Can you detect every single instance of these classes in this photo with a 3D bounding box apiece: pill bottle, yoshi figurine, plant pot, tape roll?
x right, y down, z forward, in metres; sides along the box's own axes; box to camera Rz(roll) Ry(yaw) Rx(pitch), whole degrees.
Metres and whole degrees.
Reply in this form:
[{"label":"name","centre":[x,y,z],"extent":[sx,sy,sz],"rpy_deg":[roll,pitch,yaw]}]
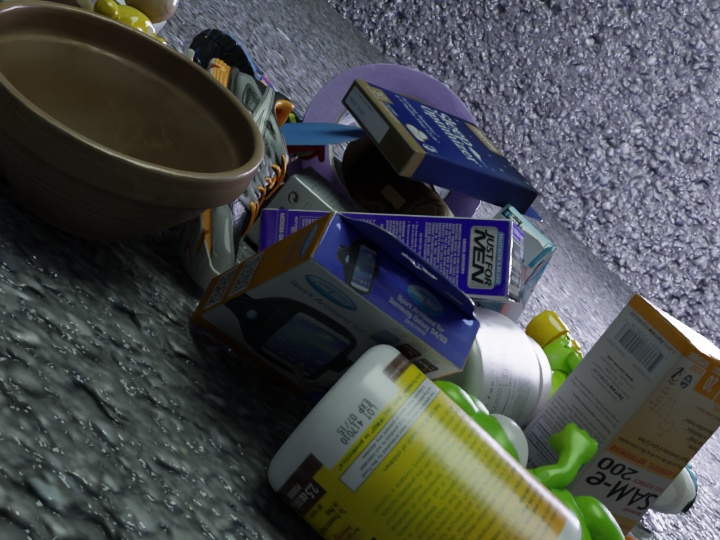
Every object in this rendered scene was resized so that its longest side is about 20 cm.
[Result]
[{"label":"pill bottle","centre":[0.079,0.084,0.927],"extent":[0.114,0.115,0.199],"rpy_deg":[47,15,24]},{"label":"yoshi figurine","centre":[0.100,0.148,0.784],"extent":[0.200,0.112,0.113],"rpy_deg":[48,47,-11]},{"label":"pill bottle","centre":[0.049,0.145,0.670],"extent":[0.200,0.110,0.109],"rpy_deg":[42,14,6]},{"label":"plant pot","centre":[-0.170,-0.085,0.769],"extent":[0.199,0.093,0.202],"rpy_deg":[25,27,-13]},{"label":"tape roll","centre":[0.027,-0.107,1.196],"extent":[0.200,0.201,0.066],"rpy_deg":[41,-22,-1]}]

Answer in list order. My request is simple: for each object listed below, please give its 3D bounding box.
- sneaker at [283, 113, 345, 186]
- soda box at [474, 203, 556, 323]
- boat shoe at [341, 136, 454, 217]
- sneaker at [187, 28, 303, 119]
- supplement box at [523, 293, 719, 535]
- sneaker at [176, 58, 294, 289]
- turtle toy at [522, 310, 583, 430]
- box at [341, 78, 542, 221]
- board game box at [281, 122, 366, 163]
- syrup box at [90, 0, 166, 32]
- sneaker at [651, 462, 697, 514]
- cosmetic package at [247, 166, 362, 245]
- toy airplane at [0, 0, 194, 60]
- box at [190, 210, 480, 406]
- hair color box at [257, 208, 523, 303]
[{"label":"sneaker","centre":[-0.028,-0.089,1.261],"extent":[0.200,0.075,0.076],"rpy_deg":[49,-3,0]},{"label":"soda box","centre":[0.125,0.021,1.134],"extent":[0.064,0.068,0.201],"rpy_deg":[44,-22,14]},{"label":"boat shoe","centre":[0.040,-0.059,1.084],"extent":[0.075,0.074,0.203],"rpy_deg":[51,9,-38]},{"label":"sneaker","centre":[-0.125,-0.193,1.343],"extent":[0.201,0.075,0.078],"rpy_deg":[51,6,4]},{"label":"supplement box","centre":[0.215,0.134,0.965],"extent":[0.125,0.201,0.074],"rpy_deg":[25,17,-44]},{"label":"sneaker","centre":[-0.092,-0.075,0.884],"extent":[0.076,0.078,0.202],"rpy_deg":[15,56,-17]},{"label":"turtle toy","centre":[0.184,0.122,1.095],"extent":[0.146,0.101,0.200],"rpy_deg":[54,6,25]},{"label":"box","centre":[0.086,-0.110,1.087],"extent":[0.198,0.033,0.122],"rpy_deg":[15,29,-42]},{"label":"board game box","centre":[-0.092,-0.108,1.079],"extent":[0.197,0.040,0.158],"rpy_deg":[0,14,1]},{"label":"syrup box","centre":[-0.283,-0.258,1.064],"extent":[0.199,0.079,0.082],"rpy_deg":[39,14,-10]},{"label":"sneaker","centre":[0.264,0.188,1.237],"extent":[0.200,0.076,0.086],"rpy_deg":[40,19,28]},{"label":"cosmetic package","centre":[0.000,0.000,1.059],"extent":[0.200,0.071,0.101],"rpy_deg":[41,12,0]},{"label":"toy airplane","centre":[-0.208,-0.193,0.932],"extent":[0.200,0.141,0.200],"rpy_deg":[49,-7,-17]},{"label":"box","centre":[-0.016,0.030,0.737],"extent":[0.119,0.042,0.199],"rpy_deg":[36,-27,-18]},{"label":"hair color box","centre":[0.027,-0.011,0.931],"extent":[0.197,0.066,0.109],"rpy_deg":[5,-3,13]}]
